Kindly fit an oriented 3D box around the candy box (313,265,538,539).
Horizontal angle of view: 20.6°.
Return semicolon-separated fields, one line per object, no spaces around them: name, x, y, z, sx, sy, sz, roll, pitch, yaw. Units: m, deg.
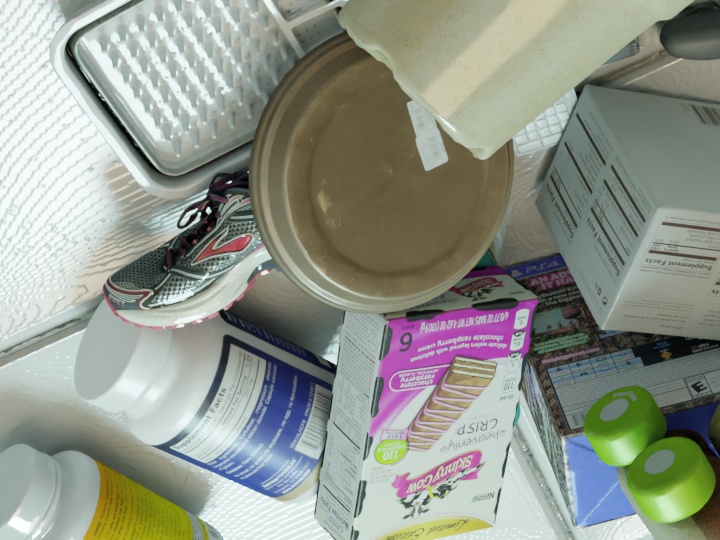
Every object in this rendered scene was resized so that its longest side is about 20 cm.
candy box;0.047;0.104;1.472;0.135;0.061;0.201;-8;120;-30

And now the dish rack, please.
dish rack;-0.095;-0.151;1.351;0.199;0.044;0.172;-27;130;9

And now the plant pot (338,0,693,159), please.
plant pot;0.093;-0.178;1.247;0.184;0.201;0.200;-46;125;6

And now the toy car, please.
toy car;0.283;0.130;1.352;0.199;0.158;0.165;-34;116;-1

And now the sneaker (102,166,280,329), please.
sneaker;-0.094;-0.029;1.393;0.199;0.081;0.075;-28;124;7

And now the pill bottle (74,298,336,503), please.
pill bottle;-0.109;0.090;1.495;0.199;0.116;0.116;28;117;-30

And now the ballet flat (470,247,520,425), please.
ballet flat;0.078;0.047;1.541;0.067;0.062;0.201;-26;128;-19

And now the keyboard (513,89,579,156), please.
keyboard;0.112;-0.164;1.413;0.056;0.011;0.201;-21;130;3

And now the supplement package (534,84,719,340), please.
supplement package;0.254;-0.037;1.448;0.198;0.156;0.111;7;125;-23

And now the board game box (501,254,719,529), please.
board game box;0.206;0.077;1.504;0.158;0.201;0.097;-13;129;-2

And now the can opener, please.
can opener;0.180;-0.166;1.388;0.198;0.067;0.053;-15;129;-3

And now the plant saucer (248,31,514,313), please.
plant saucer;0.020;-0.066;1.352;0.198;0.029;0.202;-5;103;-22

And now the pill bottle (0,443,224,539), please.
pill bottle;-0.208;0.215;1.575;0.109;0.110;0.200;-41;126;20
